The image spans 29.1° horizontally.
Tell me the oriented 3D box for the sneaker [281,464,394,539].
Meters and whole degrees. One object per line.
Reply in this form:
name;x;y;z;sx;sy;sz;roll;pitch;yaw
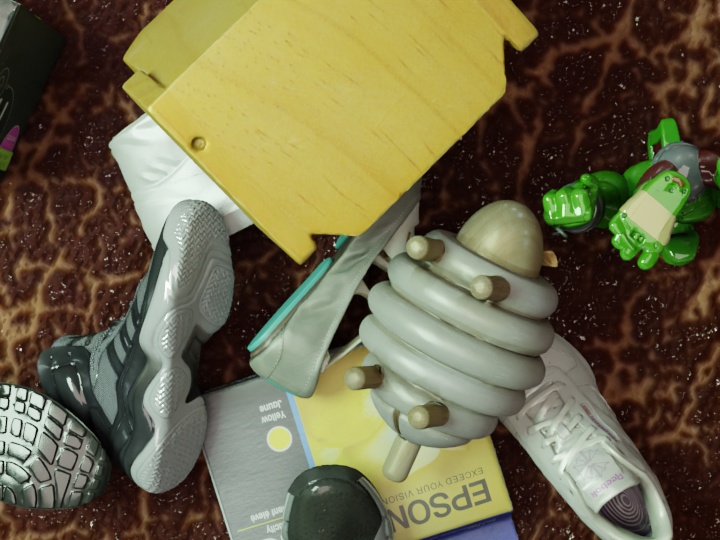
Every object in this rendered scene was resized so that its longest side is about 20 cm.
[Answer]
sneaker;-0.004;0.234;0.912;0.075;0.116;0.200;-10;117;-5

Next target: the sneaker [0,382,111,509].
sneaker;-0.256;0.107;0.949;0.200;0.088;0.076;16;87;9

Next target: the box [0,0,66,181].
box;-0.320;-0.151;0.913;0.200;0.149;0.125;24;90;-1

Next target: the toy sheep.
toy sheep;0.058;0.046;0.893;0.138;0.138;0.200;29;101;-1

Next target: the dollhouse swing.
dollhouse swing;-0.032;-0.134;0.886;0.200;0.176;0.182;-45;100;-4

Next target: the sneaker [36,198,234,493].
sneaker;-0.156;0.043;0.934;0.114;0.075;0.200;15;102;26

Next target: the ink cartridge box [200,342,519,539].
ink cartridge box;0.000;0.154;0.978;0.197;0.047;0.200;-18;89;-1

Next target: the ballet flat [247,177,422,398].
ballet flat;0.000;0.000;0.953;0.064;0.067;0.200;37;77;-5

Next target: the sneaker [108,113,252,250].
sneaker;-0.074;-0.097;0.955;0.200;0.074;0.116;-26;95;2

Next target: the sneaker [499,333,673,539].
sneaker;0.151;0.112;0.950;0.075;0.100;0.200;-40;90;1

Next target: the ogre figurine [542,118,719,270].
ogre figurine;0.220;-0.053;0.936;0.200;0.120;0.098;-26;96;2
